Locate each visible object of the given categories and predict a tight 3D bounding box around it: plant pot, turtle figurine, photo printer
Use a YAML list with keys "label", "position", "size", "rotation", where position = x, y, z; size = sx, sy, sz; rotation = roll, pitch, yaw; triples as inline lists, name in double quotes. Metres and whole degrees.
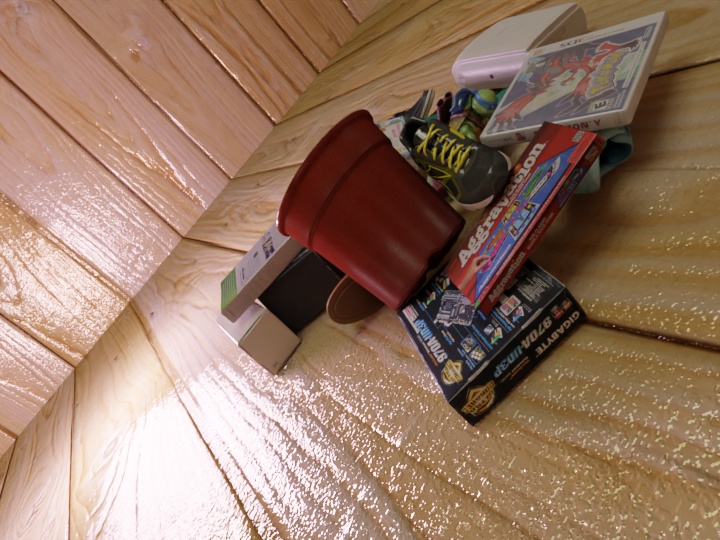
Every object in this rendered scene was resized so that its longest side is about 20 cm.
- label: "plant pot"
  position: [0.024, -0.067, 0.758]
  size: [0.202, 0.194, 0.201]
  rotation: [-49, -9, -11]
- label: "turtle figurine"
  position: [0.177, -0.152, 0.834]
  size: [0.195, 0.194, 0.148]
  rotation: [-50, 37, 47]
- label: "photo printer"
  position: [0.264, -0.382, 0.989]
  size: [0.166, 0.070, 0.198]
  rotation: [-43, 30, -19]

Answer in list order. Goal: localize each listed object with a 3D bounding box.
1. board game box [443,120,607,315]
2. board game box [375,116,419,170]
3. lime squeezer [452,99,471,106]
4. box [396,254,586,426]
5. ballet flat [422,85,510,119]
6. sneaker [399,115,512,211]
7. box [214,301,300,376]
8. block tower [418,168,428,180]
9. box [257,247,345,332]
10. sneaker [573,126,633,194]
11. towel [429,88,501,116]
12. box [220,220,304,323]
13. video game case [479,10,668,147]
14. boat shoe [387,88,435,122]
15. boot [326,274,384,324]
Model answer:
- label: "board game box"
  position: [0.166, -0.060, 0.606]
  size: [0.203, 0.019, 0.103]
  rotation: [-57, 20, 10]
- label: "board game box"
  position: [0.028, -0.217, 1.034]
  size: [0.130, 0.035, 0.202]
  rotation: [-15, 31, 6]
- label: "lime squeezer"
  position: [0.173, -0.259, 1.010]
  size: [0.198, 0.071, 0.038]
  rotation: [-37, 19, 24]
- label: "box"
  position: [0.131, 0.048, 0.635]
  size: [0.159, 0.046, 0.201]
  rotation: [-45, 23, 6]
- label: "ballet flat"
  position: [0.191, -0.230, 0.899]
  size: [0.194, 0.077, 0.069]
  rotation: [-19, 32, 13]
- label: "sneaker"
  position: [0.104, -0.134, 0.691]
  size: [0.076, 0.083, 0.200]
  rotation: [-58, 29, 7]
- label: "box"
  position: [-0.192, 0.111, 1.043]
  size: [0.078, 0.095, 0.199]
  rotation: [-50, 25, -12]
- label: "block tower"
  position: [0.145, -0.196, 0.981]
  size: [0.199, 0.054, 0.058]
  rotation: [-40, 23, 16]
- label: "box"
  position: [-0.095, -0.015, 1.053]
  size: [0.147, 0.104, 0.202]
  rotation: [-36, 25, 21]
- label: "sneaker"
  position: [0.288, -0.156, 0.677]
  size: [0.080, 0.075, 0.202]
  rotation: [21, 61, 33]
- label: "towel"
  position: [0.182, -0.293, 1.090]
  size: [0.198, 0.036, 0.150]
  rotation: [-37, 25, 27]
- label: "box"
  position: [-0.173, -0.015, 1.015]
  size: [0.200, 0.036, 0.145]
  rotation: [-45, 23, 4]
- label: "video game case"
  position: [0.258, -0.231, 0.695]
  size: [0.179, 0.023, 0.202]
  rotation: [-1, 47, 45]
- label: "boat shoe"
  position: [0.084, -0.290, 1.160]
  size: [0.200, 0.061, 0.076]
  rotation: [-48, 15, 44]
- label: "boot"
  position: [0.000, 0.000, 0.911]
  size: [0.199, 0.075, 0.154]
  rotation: [-42, 22, -18]
